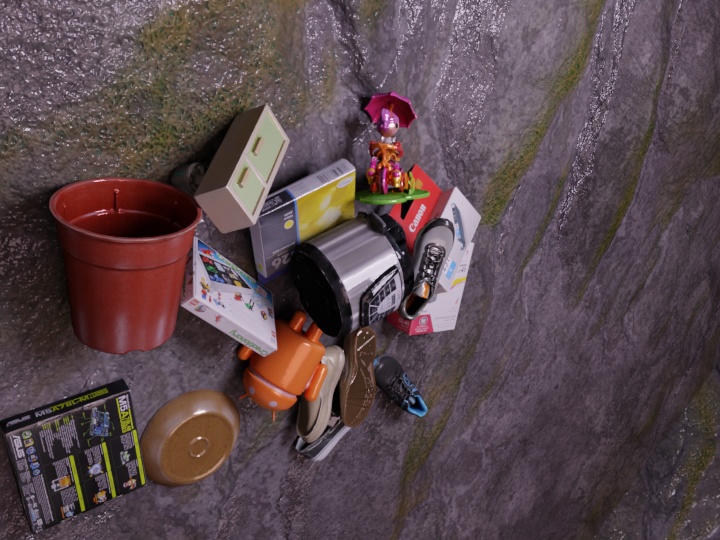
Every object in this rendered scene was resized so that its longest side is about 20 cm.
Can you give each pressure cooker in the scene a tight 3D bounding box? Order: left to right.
[{"bbox_3d":[-0.002,-0.002,1.148,0.198,0.175,0.181,-28,97,-27],"label":"pressure cooker"}]

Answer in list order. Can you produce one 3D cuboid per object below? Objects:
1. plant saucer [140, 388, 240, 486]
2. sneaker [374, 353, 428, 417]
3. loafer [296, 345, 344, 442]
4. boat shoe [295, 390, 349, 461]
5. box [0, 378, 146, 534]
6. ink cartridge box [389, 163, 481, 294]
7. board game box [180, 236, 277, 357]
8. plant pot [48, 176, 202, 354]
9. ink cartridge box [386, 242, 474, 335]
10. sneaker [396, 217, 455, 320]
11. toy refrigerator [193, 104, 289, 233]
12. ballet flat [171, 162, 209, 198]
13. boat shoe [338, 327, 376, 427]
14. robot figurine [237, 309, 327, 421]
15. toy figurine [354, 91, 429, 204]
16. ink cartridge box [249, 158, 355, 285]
[{"bbox_3d":[-0.303,0.317,1.218,0.198,0.035,0.204,-18,120,-33],"label":"plant saucer"},{"bbox_3d":[0.089,0.256,1.477,0.073,0.082,0.200,-49,131,-7],"label":"sneaker"},{"bbox_3d":[-0.094,0.244,1.333,0.068,0.075,0.203,16,90,-41],"label":"loafer"},{"bbox_3d":[-0.062,0.311,1.386,0.071,0.072,0.202,32,90,-47],"label":"boat shoe"},{"bbox_3d":[-0.457,0.300,1.079,0.191,0.047,0.203,-19,120,-34],"label":"box"},{"bbox_3d":[0.141,-0.087,1.301,0.176,0.044,0.202,43,57,-24],"label":"ink cartridge box"},{"bbox_3d":[-0.216,0.046,1.103,0.034,0.128,0.200,-29,136,19],"label":"board game box"},{"bbox_3d":[-0.335,-0.002,0.950,0.198,0.200,0.198,-8,124,-36],"label":"plant pot"},{"bbox_3d":[0.148,0.025,1.415,0.146,0.085,0.203,-3,112,-39],"label":"ink cartridge box"},{"bbox_3d":[0.121,0.002,1.201,0.073,0.080,0.203,18,107,-17],"label":"sneaker"},{"bbox_3d":[-0.172,-0.158,1.004,0.076,0.069,0.202,57,34,-37],"label":"toy refrigerator"},{"bbox_3d":[-0.205,-0.120,1.067,0.198,0.063,0.069,16,74,-41],"label":"ballet flat"},{"bbox_3d":[-0.013,0.214,1.355,0.071,0.065,0.204,7,87,-33],"label":"boat shoe"},{"bbox_3d":[-0.140,0.173,1.228,0.143,0.116,0.202,33,88,-43],"label":"robot figurine"},{"bbox_3d":[0.046,-0.221,1.177,0.200,0.147,0.188,-47,136,-73],"label":"toy figurine"},{"bbox_3d":[-0.096,-0.071,1.158,0.196,0.047,0.202,-31,144,-25],"label":"ink cartridge box"}]
